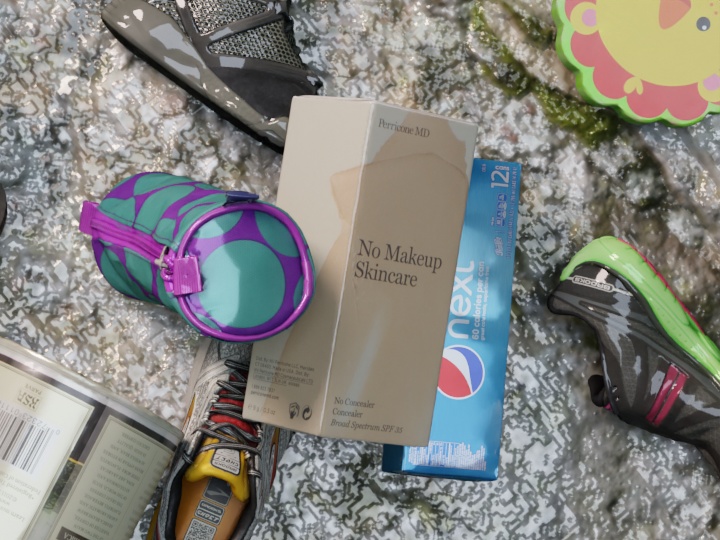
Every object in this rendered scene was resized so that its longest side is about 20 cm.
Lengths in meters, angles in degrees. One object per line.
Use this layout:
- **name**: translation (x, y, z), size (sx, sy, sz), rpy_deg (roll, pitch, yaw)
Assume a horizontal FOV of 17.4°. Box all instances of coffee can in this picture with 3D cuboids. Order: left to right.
- **coffee can**: translation (-0.212, 0.154, 1.395), size (0.146, 0.146, 0.200), rpy_deg (28, 82, -5)

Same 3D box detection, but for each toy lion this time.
- **toy lion**: translation (0.188, -0.199, 1.530), size (0.200, 0.069, 0.192), rpy_deg (34, 89, -4)

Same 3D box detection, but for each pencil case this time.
- **pencil case**: translation (-0.099, -0.012, 1.398), size (0.092, 0.200, 0.085), rpy_deg (9, 93, -22)

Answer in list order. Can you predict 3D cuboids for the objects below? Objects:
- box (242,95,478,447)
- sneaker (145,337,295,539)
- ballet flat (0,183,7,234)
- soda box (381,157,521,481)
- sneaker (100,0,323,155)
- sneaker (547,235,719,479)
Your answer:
- **box**: translation (0.000, 0.000, 1.416), size (0.095, 0.078, 0.200), rpy_deg (8, 91, -40)
- **sneaker**: translation (-0.076, 0.108, 1.450), size (0.078, 0.082, 0.200), rpy_deg (15, 82, -5)
- **ballet flat**: translation (-0.255, 0.007, 1.410), size (0.067, 0.046, 0.200), rpy_deg (11, 41, -8)
- **soda box**: translation (0.057, 0.031, 1.482), size (0.064, 0.068, 0.200), rpy_deg (6, 84, -10)
- **sneaker**: translation (-0.053, -0.141, 1.478), size (0.199, 0.076, 0.114), rpy_deg (38, 88, 2)
- **sneaker**: translation (0.193, 0.073, 1.505), size (0.084, 0.077, 0.200), rpy_deg (-37, 88, 8)
